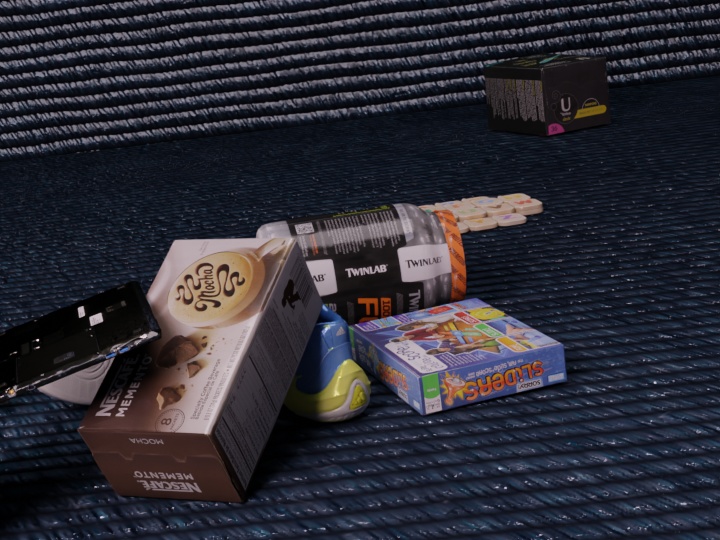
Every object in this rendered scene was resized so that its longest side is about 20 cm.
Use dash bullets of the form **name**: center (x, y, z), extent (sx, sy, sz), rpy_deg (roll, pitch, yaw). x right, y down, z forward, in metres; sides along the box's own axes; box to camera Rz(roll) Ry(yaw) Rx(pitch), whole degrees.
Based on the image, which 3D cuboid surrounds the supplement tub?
- **supplement tub**: center (0.000, 0.000, 1.429), extent (0.198, 0.123, 0.123), rpy_deg (-9, 13, -7)

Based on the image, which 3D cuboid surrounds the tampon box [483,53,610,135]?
- **tampon box**: center (0.346, -0.330, 2.652), extent (0.149, 0.127, 0.200), rpy_deg (-14, 15, -25)

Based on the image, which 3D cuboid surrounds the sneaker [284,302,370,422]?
- **sneaker**: center (-0.071, 0.064, 1.227), extent (0.199, 0.106, 0.076), rpy_deg (5, 17, 40)

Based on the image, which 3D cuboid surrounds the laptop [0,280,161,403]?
- **laptop**: center (-0.234, 0.105, 1.058), extent (0.199, 0.104, 0.177), rpy_deg (-22, 16, -9)

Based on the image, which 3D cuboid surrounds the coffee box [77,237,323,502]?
- **coffee box**: center (-0.117, 0.072, 1.087), extent (0.112, 0.080, 0.201), rpy_deg (0, 45, 24)

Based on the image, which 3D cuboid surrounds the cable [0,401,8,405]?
- **cable**: center (-0.410, 0.116, 1.305), extent (0.199, 0.051, 0.097), rpy_deg (-9, 12, -14)

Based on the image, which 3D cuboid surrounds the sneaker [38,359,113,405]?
- **sneaker**: center (-0.255, 0.082, 1.351), extent (0.111, 0.074, 0.199), rpy_deg (0, 6, 41)

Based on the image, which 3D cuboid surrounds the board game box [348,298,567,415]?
- **board game box**: center (0.081, 0.072, 1.268), extent (0.134, 0.035, 0.200), rpy_deg (-11, 14, -15)

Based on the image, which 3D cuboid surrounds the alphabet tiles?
- **alphabet tiles**: center (0.142, -0.079, 1.933), extent (0.198, 0.015, 0.196), rpy_deg (-10, 13, -9)
